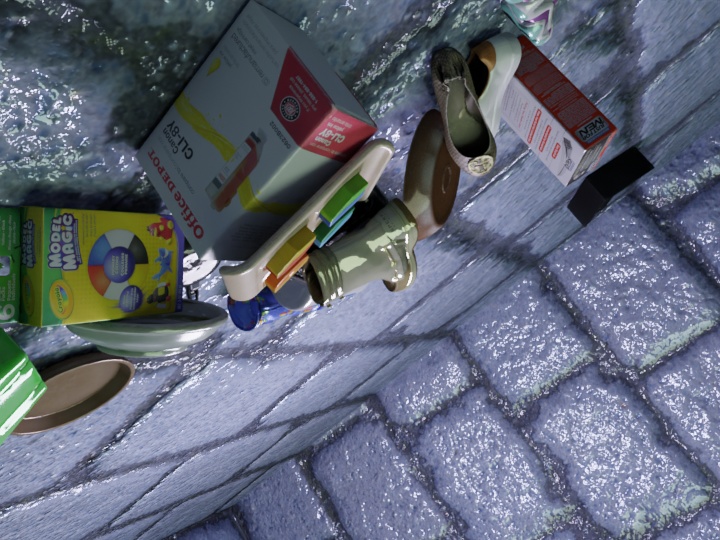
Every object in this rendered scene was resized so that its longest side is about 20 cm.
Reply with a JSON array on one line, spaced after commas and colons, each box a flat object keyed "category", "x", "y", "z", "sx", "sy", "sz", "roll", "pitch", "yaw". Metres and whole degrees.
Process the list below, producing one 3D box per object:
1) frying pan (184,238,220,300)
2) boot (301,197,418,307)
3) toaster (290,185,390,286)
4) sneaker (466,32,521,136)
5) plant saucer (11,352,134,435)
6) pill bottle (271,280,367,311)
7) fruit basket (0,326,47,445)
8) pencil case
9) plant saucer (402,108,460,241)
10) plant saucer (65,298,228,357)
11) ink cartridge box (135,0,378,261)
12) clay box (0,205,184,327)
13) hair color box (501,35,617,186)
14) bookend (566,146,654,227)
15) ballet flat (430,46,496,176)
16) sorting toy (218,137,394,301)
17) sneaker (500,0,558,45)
[{"category": "frying pan", "x": -0.252, "y": 0.011, "z": 0.851, "sx": 0.115, "sy": 0.031, "sz": 0.190, "roll": -15, "pitch": 150, "yaw": -43}, {"category": "boot", "x": 0.000, "y": 0.000, "z": 0.817, "sx": 0.154, "sy": 0.072, "sz": 0.200, "roll": -32, "pitch": 156, "yaw": -13}, {"category": "toaster", "x": -0.052, "y": -0.075, "z": 0.840, "sx": 0.181, "sy": 0.119, "sz": 0.200, "roll": -38, "pitch": 162, "yaw": 8}, {"category": "sneaker", "x": 0.162, "y": -0.249, "z": 0.881, "sx": 0.084, "sy": 0.073, "sz": 0.200, "roll": -24, "pitch": 147, "yaw": -23}, {"category": "plant saucer", "x": -0.449, "y": 0.186, "z": 0.927, "sx": 0.200, "sy": 0.030, "sz": 0.200, "roll": -31, "pitch": 162, "yaw": -11}, {"category": "pill bottle", "x": -0.051, "y": -0.005, "z": 1.028, "sx": 0.200, "sy": 0.112, "sz": 0.112, "roll": -14, "pitch": 152, "yaw": -47}, {"category": "fruit basket", "x": -0.405, "y": 0.093, "z": 0.494, "sx": 0.215, "sy": 0.216, "sz": 0.156, "roll": -26, "pitch": 160, "yaw": -27}, {"category": "pencil case", "x": -0.134, "y": 0.049, "z": 1.060, "sx": 0.087, "sy": 0.078, "sz": 0.200, "roll": -12, "pitch": -178, "yaw": 42}, {"category": "plant saucer", "x": 0.116, "y": -0.141, "z": 0.914, "sx": 0.200, "sy": 0.036, "sz": 0.201, "roll": 11, "pitch": 90, "yaw": -68}, {"category": "plant saucer", "x": -0.263, "y": 0.069, "z": 0.733, "sx": 0.200, "sy": 0.199, "sz": 0.050, "roll": -5, "pitch": 101, "yaw": -57}, {"category": "ink cartridge box", "x": -0.106, "y": -0.124, "z": 0.581, "sx": 0.200, "sy": 0.145, "sz": 0.083, "roll": -43, "pitch": 160, "yaw": 22}, {"category": "clay box", "x": -0.275, "y": -0.006, "z": 0.630, "sx": 0.047, "sy": 0.116, "sz": 0.200, "roll": 5, "pitch": -175, "yaw": 30}, {"category": "hair color box", "x": 0.274, "y": -0.235, "z": 0.892, "sx": 0.064, "sy": 0.200, "sz": 0.111, "roll": -33, "pitch": 162, "yaw": -7}, {"category": "bookend", "x": 0.785, "y": -0.260, "z": 1.904, "sx": 0.198, "sy": 0.092, "sz": 0.200, "roll": -32, "pitch": 162, "yaw": -10}, {"category": "ballet flat", "x": 0.143, "y": -0.206, "z": 0.821, "sx": 0.067, "sy": 0.046, "sz": 0.200, "roll": -21, "pitch": 128, "yaw": 7}, {"category": "sorting toy", "x": -0.053, "y": -0.039, "z": 0.621, "sx": 0.200, "sy": 0.037, "sz": 0.185, "roll": -42, "pitch": 179, "yaw": -13}, {"category": "sneaker", "x": 0.229, "y": -0.356, "z": 0.709, "sx": 0.140, "sy": 0.078, "sz": 0.200, "roll": -42, "pitch": 161, "yaw": 21}]
